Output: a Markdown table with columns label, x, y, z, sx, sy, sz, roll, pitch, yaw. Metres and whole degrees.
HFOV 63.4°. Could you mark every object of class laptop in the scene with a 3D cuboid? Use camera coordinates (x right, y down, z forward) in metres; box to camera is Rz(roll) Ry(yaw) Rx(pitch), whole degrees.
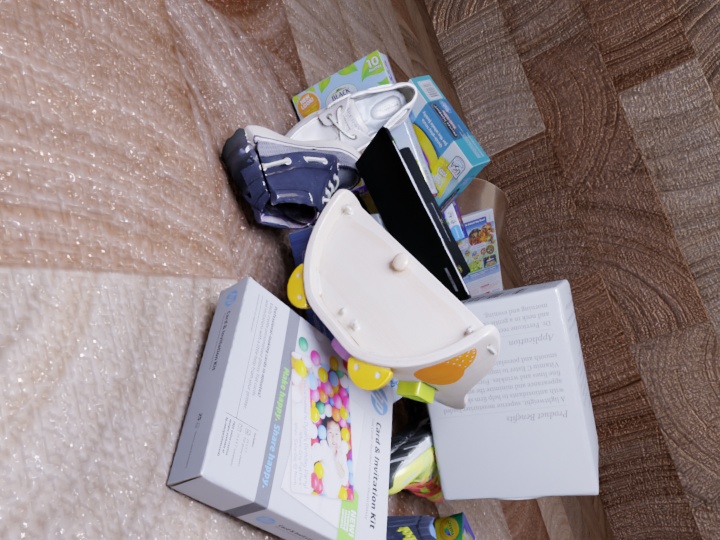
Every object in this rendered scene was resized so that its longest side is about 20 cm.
| label | x | y | z | sx | sy | sz | roll | pitch | yaw |
| --- | --- | --- | --- | --- | --- | --- | --- | --- | --- |
| laptop | 0.079 | -0.065 | 0.641 | 0.198 | 0.102 | 0.181 | -28 | 91 | -52 |

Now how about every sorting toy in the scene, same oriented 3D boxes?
| label | x | y | z | sx | sy | sz | roll | pitch | yaw |
| --- | --- | --- | --- | --- | --- | --- | --- | --- | --- |
| sorting toy | 0.035 | 0.059 | 0.533 | 0.200 | 0.106 | 0.181 | 46 | -4 | 37 |

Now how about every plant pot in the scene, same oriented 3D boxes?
| label | x | y | z | sx | sy | sz | roll | pitch | yaw |
| --- | --- | --- | --- | --- | --- | --- | --- | --- | --- |
| plant pot | 0.202 | -0.047 | 1.174 | 0.187 | 0.182 | 0.206 | 43 | 48 | -47 |

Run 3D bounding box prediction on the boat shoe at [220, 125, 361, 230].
| label | x | y | z | sx | sy | sz | roll | pitch | yaw |
| --- | --- | --- | --- | --- | --- | --- | --- | --- | --- |
| boat shoe | -0.053 | -0.087 | 0.625 | 0.197 | 0.075 | 0.095 | -3 | 59 | -48 |

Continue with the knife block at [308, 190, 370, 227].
| label | x | y | z | sx | sy | sz | roll | pitch | yaw |
| --- | --- | --- | --- | --- | --- | --- | --- | --- | --- |
| knife block | 0.000 | 0.000 | 0.739 | 0.174 | 0.062 | 0.207 | 14 | 58 | -65 |

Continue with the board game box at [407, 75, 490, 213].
| label | x | y | z | sx | sy | sz | roll | pitch | yaw |
| --- | --- | --- | --- | --- | --- | --- | --- | --- | --- |
| board game box | 0.079 | -0.152 | 0.858 | 0.046 | 0.201 | 0.153 | -22 | 72 | -38 |

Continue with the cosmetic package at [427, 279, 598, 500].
| label | x | y | z | sx | sy | sz | roll | pitch | yaw |
| --- | --- | --- | --- | --- | --- | --- | --- | --- | --- |
| cosmetic package | 0.170 | 0.128 | 0.662 | 0.164 | 0.160 | 0.208 | -5 | 85 | -66 |

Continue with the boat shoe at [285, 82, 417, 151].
| label | x | y | z | sx | sy | sz | roll | pitch | yaw |
| --- | --- | --- | --- | --- | --- | --- | --- | --- | --- |
| boat shoe | -0.015 | -0.176 | 0.698 | 0.072 | 0.197 | 0.069 | 57 | -17 | -7 |

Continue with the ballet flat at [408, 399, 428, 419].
| label | x | y | z | sx | sy | sz | roll | pitch | yaw |
| --- | --- | --- | --- | --- | --- | --- | --- | --- | --- |
| ballet flat | 0.105 | 0.209 | 0.813 | 0.066 | 0.055 | 0.206 | 33 | 41 | -58 |

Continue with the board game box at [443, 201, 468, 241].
| label | x | y | z | sx | sy | sz | roll | pitch | yaw |
| --- | --- | --- | --- | --- | --- | --- | --- | --- | --- |
| board game box | 0.082 | -0.125 | 0.965 | 0.045 | 0.131 | 0.206 | -12 | 81 | -69 |

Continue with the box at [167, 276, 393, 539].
| label | x | y | z | sx | sy | sz | roll | pitch | yaw |
| --- | --- | --- | --- | --- | --- | --- | --- | --- | --- |
| box | -0.047 | 0.127 | 0.471 | 0.200 | 0.040 | 0.160 | 44 | 38 | -35 |

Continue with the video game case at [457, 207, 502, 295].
| label | x | y | z | sx | sy | sz | roll | pitch | yaw |
| --- | --- | --- | --- | --- | --- | --- | --- | --- | --- |
| video game case | 0.194 | 0.004 | 1.071 | 0.018 | 0.139 | 0.207 | -146 | -139 | -66 |

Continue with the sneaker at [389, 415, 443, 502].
| label | x | y | z | sx | sy | sz | roll | pitch | yaw |
| --- | --- | --- | --- | --- | --- | --- | --- | --- | --- |
| sneaker | 0.075 | 0.228 | 0.677 | 0.198 | 0.076 | 0.093 | -3 | 75 | -61 |

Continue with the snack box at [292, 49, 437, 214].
| label | x | y | z | sx | sy | sz | roll | pitch | yaw |
| --- | --- | --- | --- | --- | --- | --- | --- | --- | --- |
| snack box | 0.006 | -0.170 | 0.804 | 0.206 | 0.139 | 0.053 | 68 | 19 | -3 |

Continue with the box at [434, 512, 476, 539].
| label | x | y | z | sx | sy | sz | roll | pitch | yaw |
| --- | --- | --- | --- | --- | --- | --- | --- | --- | --- |
| box | 0.121 | 0.398 | 0.673 | 0.120 | 0.047 | 0.201 | 64 | 19 | -12 |

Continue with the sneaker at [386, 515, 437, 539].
| label | x | y | z | sx | sy | sz | roll | pitch | yaw |
| --- | --- | --- | --- | --- | --- | --- | --- | --- | --- |
| sneaker | 0.043 | 0.278 | 0.528 | 0.200 | 0.071 | 0.086 | 108 | -22 | -84 |

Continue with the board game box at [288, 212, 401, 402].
| label | x | y | z | sx | sy | sz | roll | pitch | yaw |
| --- | --- | --- | --- | --- | --- | --- | --- | --- | --- |
| board game box | 0.018 | 0.041 | 0.659 | 0.196 | 0.042 | 0.207 | -16 | 95 | -52 |
